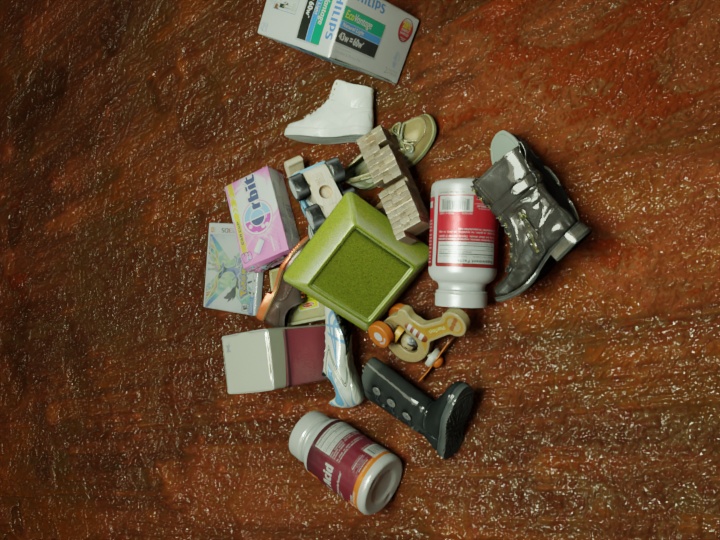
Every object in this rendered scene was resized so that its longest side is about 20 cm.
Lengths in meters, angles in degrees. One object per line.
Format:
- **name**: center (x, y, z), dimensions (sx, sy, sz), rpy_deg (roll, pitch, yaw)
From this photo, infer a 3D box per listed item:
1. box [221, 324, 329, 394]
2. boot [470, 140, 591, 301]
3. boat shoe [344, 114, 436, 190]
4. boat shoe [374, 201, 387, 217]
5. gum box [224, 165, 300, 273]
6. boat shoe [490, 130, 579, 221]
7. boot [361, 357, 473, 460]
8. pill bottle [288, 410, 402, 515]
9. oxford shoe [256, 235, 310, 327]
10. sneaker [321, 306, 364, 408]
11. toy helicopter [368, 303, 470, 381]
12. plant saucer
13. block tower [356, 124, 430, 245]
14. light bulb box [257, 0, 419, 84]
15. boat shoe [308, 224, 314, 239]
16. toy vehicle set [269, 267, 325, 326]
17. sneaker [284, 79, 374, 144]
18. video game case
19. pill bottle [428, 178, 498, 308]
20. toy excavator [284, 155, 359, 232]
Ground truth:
- **box**: center (-0.144, 0.166, 1.195), dimensions (0.127, 0.199, 0.110), rpy_deg (-13, 81, 37)
- **boot**: center (0.224, -0.068, 0.926), dimensions (0.174, 0.069, 0.200), rpy_deg (51, 128, 14)
- **boat shoe**: center (0.050, -0.215, 1.143), dimensions (0.200, 0.063, 0.074), rpy_deg (-29, 71, 34)
- **boat shoe**: center (0.014, -0.070, 1.114), dimensions (0.199, 0.070, 0.071), rpy_deg (-26, 76, -1)
- **gum box**: center (-0.203, -0.101, 1.320), dimensions (0.113, 0.066, 0.201), rpy_deg (-21, 75, 20)
- **boat shoe**: center (0.269, -0.131, 0.973), dimensions (0.076, 0.060, 0.201), rpy_deg (-46, 61, 56)
- **boot**: center (0.090, 0.206, 1.072), dimensions (0.200, 0.065, 0.166), rpy_deg (36, 132, 35)
- **pill bottle**: center (-0.032, 0.347, 1.155), dimensions (0.199, 0.114, 0.115), rpy_deg (23, 103, 36)
- **oxford shoe**: center (-0.133, 0.025, 1.256), dimensions (0.072, 0.071, 0.201), rpy_deg (30, 105, 5)
- **sneaker**: center (-0.045, 0.155, 1.166), dimensions (0.072, 0.072, 0.202), rpy_deg (-13, 80, 13)
- **toy helicopter**: center (0.115, 0.114, 1.064), dimensions (0.200, 0.079, 0.133), rpy_deg (-27, 98, 51)
- **plant saucer**: center (0.000, 0.000, 1.085), dimensions (0.200, 0.199, 0.048), rpy_deg (-51, 21, 16)
- **block tower**: center (0.059, -0.146, 1.068), dimensions (0.058, 0.054, 0.201), rpy_deg (-28, 70, 24)
- **light bulb box**: center (-0.040, -0.443, 1.137), dimensions (0.199, 0.198, 0.126), rpy_deg (32, 109, 35)
- **boat shoe**: center (-0.026, -0.044, 1.183), dimensions (0.200, 0.071, 0.064), rpy_deg (43, 155, 24)
- **toy vehicle set**: center (-0.103, 0.042, 1.277), dimensions (0.199, 0.026, 0.125), rpy_deg (-13, 80, 37)
- **sneaker**: center (-0.058, -0.313, 1.232), dimensions (0.199, 0.074, 0.117), rpy_deg (4, 89, 28)
- **video game case**: center (-0.288, -0.006, 1.428), dimensions (0.181, 0.022, 0.202), rpy_deg (5, 92, 38)
- **pill bottle**: center (0.167, -0.042, 1.015), dimensions (0.112, 0.112, 0.202), rpy_deg (3, 90, 38)
- **toy excavator**: center (-0.091, -0.152, 1.206), dimensions (0.195, 0.099, 0.200), rpy_deg (63, 166, 6)
